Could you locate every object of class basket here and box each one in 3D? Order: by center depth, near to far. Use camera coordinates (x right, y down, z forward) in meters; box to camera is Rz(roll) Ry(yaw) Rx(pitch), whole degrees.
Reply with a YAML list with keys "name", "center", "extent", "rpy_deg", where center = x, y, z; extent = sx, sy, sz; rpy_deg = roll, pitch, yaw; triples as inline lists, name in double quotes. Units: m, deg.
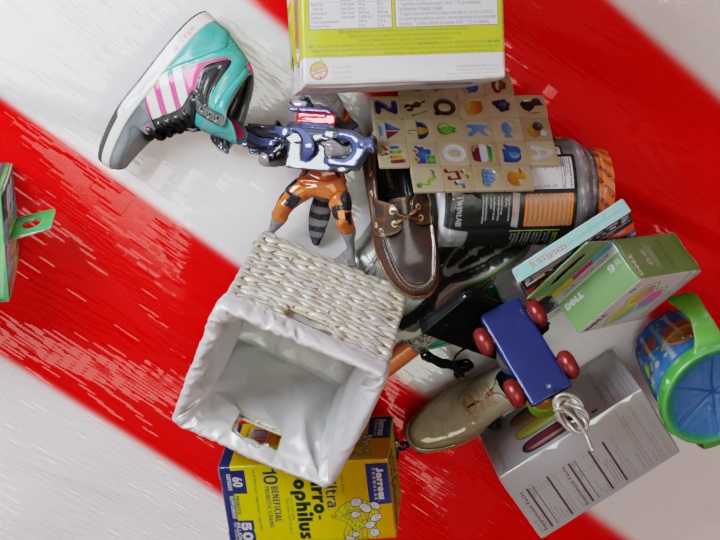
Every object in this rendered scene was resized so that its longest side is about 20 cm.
- name: "basket"
  center: [-0.074, 0.093, 1.537]
  extent: [0.198, 0.161, 0.200]
  rpy_deg: [23, 130, -3]

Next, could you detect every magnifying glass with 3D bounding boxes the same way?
- name: "magnifying glass"
  center: [0.081, 0.077, 1.679]
  extent: [0.200, 0.022, 0.080]
  rpy_deg: [-38, 110, 4]

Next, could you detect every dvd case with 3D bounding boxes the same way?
- name: "dvd case"
  center: [0.251, -0.006, 1.596]
  extent: [0.146, 0.200, 0.022]
  rpy_deg: [-33, 68, 5]

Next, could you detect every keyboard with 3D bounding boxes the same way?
- name: "keyboard"
  center: [0.130, 0.077, 1.628]
  extent: [0.127, 0.021, 0.200]
  rpy_deg: [-40, 146, 20]

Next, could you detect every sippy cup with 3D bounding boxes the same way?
- name: "sippy cup"
  center: [0.398, 0.117, 1.676]
  extent: [0.139, 0.130, 0.178]
  rpy_deg: [16, 111, -22]

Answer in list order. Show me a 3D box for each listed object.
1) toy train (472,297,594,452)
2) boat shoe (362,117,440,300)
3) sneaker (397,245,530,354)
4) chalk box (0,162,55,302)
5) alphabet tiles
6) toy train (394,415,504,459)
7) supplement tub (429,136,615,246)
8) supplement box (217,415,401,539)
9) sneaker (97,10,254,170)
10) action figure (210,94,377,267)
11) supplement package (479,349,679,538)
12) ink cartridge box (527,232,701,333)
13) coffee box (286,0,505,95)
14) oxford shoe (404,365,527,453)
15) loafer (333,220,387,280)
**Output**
- name: "toy train"
  center: [0.206, 0.138, 1.568]
  extent: [0.084, 0.200, 0.116]
  rpy_deg: [-28, 154, -3]
- name: "boat shoe"
  center: [0.042, -0.069, 1.532]
  extent: [0.070, 0.070, 0.201]
  rpy_deg: [-14, 74, -8]
- name: "sneaker"
  center: [0.116, 0.025, 1.631]
  extent: [0.200, 0.077, 0.089]
  rpy_deg: [-35, 136, -1]
- name: "chalk box"
  center: [-0.430, -0.041, 1.499]
  extent: [0.199, 0.124, 0.124]
  rpy_deg: [-1, 110, -7]
- name: "alphabet tiles"
  center: [0.113, -0.152, 1.530]
  extent: [0.199, 0.167, 0.006]
  rpy_deg: [-2, 145, -9]
- name: "toy train"
  center: [0.079, 0.198, 1.715]
  extent: [0.199, 0.034, 0.046]
  rpy_deg: [-17, 109, -3]
- name: "supplement tub"
  center: [0.178, -0.089, 1.574]
  extent: [0.199, 0.123, 0.123]
  rpy_deg: [-1, 111, -9]
- name: "supplement box"
  center: [-0.057, 0.248, 1.651]
  extent: [0.199, 0.110, 0.109]
  rpy_deg: [-5, 111, 6]
- name: "sneaker"
  center: [-0.183, -0.163, 1.501]
  extent: [0.121, 0.084, 0.200]
  rpy_deg: [40, 100, 8]
- name: "action figure"
  center: [-0.069, -0.118, 1.561]
  extent: [0.199, 0.105, 0.194]
  rpy_deg: [15, 104, 18]
- name: "supplement package"
  center: [0.264, 0.211, 1.705]
  extent: [0.200, 0.114, 0.110]
  rpy_deg: [-33, 113, 4]
- name: "ink cartridge box"
  center: [0.289, 0.015, 1.580]
  extent: [0.200, 0.059, 0.104]
  rpy_deg: [-6, 148, -50]
- name: "coffee box"
  center: [0.028, -0.284, 1.415]
  extent: [0.199, 0.200, 0.199]
  rpy_deg: [-3, 95, -7]
- name: "oxford shoe"
  center: [0.142, 0.152, 1.668]
  extent: [0.199, 0.074, 0.071]
  rpy_deg: [-29, 74, -9]
- name: "loafer"
  center: [0.000, 0.000, 1.609]
  extent: [0.070, 0.070, 0.201]
  rpy_deg: [17, 108, -23]
